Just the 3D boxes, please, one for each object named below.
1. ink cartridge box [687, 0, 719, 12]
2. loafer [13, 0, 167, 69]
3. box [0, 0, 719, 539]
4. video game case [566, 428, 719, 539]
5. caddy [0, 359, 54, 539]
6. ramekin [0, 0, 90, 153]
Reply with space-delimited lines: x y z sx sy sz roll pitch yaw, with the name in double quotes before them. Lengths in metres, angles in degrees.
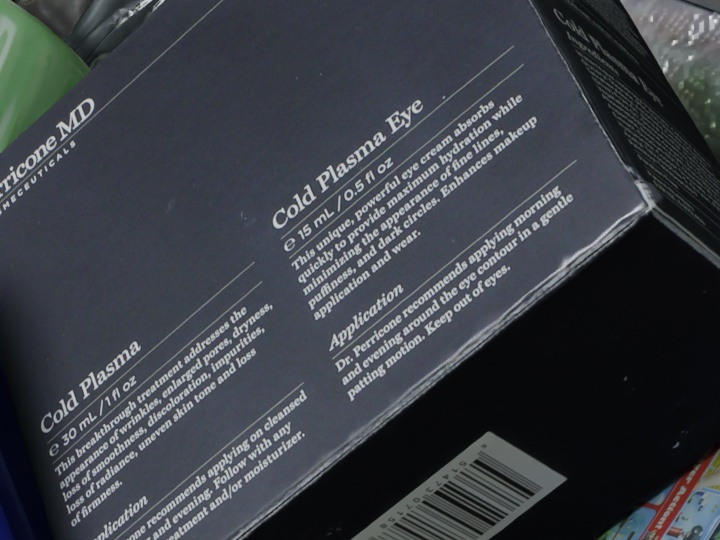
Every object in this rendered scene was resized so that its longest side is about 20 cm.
"ink cartridge box" 0.162 -0.180 0.781 0.115 0.068 0.201 27 85 41
"loafer" -0.064 -0.161 0.915 0.072 0.073 0.200 42 99 3
"box" 0.000 0.000 0.691 0.200 0.104 0.183 -39 48 17
"video game case" 0.091 0.037 0.699 0.143 0.017 0.200 -55 27 -15
"caddy" -0.139 0.086 0.682 0.105 0.141 0.201 -26 69 2
"ramekin" -0.186 -0.044 0.889 0.199 0.200 0.098 4 62 38
